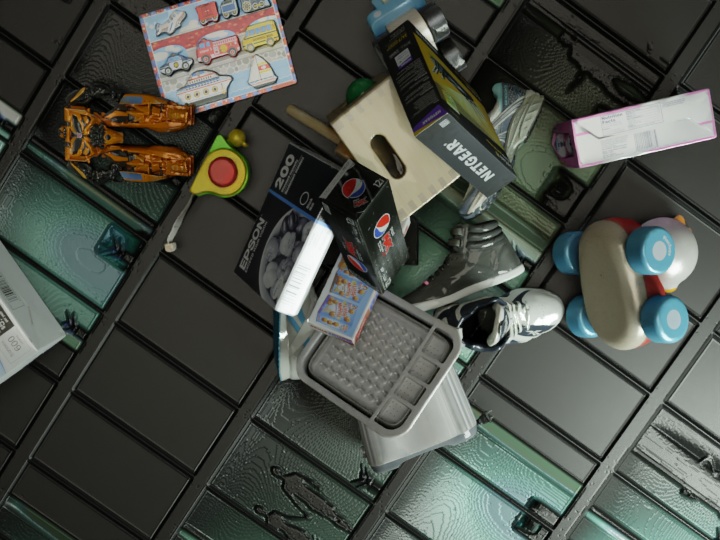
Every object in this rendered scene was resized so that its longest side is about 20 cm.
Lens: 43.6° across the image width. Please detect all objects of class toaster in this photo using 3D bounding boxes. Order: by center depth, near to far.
[{"bbox_3d":[0.079,0.191,1.283,0.197,0.114,0.131,-21,93,5],"label":"toaster"}]

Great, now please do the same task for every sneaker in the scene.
[{"bbox_3d":[0.204,0.071,1.250,0.195,0.130,0.081,0,95,-8],"label":"sneaker"},{"bbox_3d":[0.180,-0.169,1.271,0.085,0.078,0.203,28,89,10],"label":"sneaker"},{"bbox_3d":[0.127,-0.009,1.284,0.197,0.071,0.101,-22,93,-2],"label":"sneaker"},{"bbox_3d":[-0.082,0.059,1.284,0.079,0.077,0.204,-3,115,-13],"label":"sneaker"}]

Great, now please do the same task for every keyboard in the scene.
[{"bbox_3d":[-0.013,-0.028,1.308,0.195,0.040,0.106,2,73,3],"label":"keyboard"}]

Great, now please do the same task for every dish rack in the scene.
[{"bbox_3d":[0.027,0.122,1.226,0.198,0.044,0.173,29,76,29],"label":"dish rack"}]

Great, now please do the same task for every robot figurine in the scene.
[{"bbox_3d":[-0.334,-0.191,1.276,0.195,0.058,0.148,3,102,1],"label":"robot figurine"}]

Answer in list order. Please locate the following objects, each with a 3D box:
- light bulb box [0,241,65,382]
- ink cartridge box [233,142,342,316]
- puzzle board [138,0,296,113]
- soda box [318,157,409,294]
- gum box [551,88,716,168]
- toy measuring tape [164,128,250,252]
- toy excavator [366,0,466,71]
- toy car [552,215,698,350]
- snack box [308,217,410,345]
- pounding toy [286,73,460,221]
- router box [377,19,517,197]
[{"bbox_3d":[-0.568,0.079,1.281,0.198,0.125,0.200,-35,94,4],"label":"light bulb box"},{"bbox_3d":[-0.102,-0.067,1.224,0.043,0.199,0.201,21,97,-35],"label":"ink cartridge box"},{"bbox_3d":[-0.203,-0.315,1.284,0.196,0.017,0.154,-15,95,4],"label":"puzzle board"},{"bbox_3d":[0.009,-0.053,1.153,0.063,0.201,0.071,30,72,23],"label":"soda box"},{"bbox_3d":[0.366,-0.190,1.233,0.196,0.114,0.068,-12,96,2],"label":"gum box"},{"bbox_3d":[-0.207,-0.105,1.281,0.073,0.074,0.203,28,96,-2],"label":"toy measuring tape"},{"bbox_3d":[0.040,-0.359,1.237,0.099,0.201,0.195,-32,138,4],"label":"toy excavator"},{"bbox_3d":[0.406,0.001,1.250,0.197,0.183,0.181,-17,96,-25],"label":"toy car"},{"bbox_3d":[0.000,0.000,1.256,0.071,0.024,0.203,20,70,15],"label":"snack box"},{"bbox_3d":[0.010,-0.177,1.223,0.141,0.184,0.201,-37,103,4],"label":"pounding toy"},{"bbox_3d":[0.113,-0.202,1.152,0.052,0.199,0.160,-31,58,21],"label":"router box"}]
